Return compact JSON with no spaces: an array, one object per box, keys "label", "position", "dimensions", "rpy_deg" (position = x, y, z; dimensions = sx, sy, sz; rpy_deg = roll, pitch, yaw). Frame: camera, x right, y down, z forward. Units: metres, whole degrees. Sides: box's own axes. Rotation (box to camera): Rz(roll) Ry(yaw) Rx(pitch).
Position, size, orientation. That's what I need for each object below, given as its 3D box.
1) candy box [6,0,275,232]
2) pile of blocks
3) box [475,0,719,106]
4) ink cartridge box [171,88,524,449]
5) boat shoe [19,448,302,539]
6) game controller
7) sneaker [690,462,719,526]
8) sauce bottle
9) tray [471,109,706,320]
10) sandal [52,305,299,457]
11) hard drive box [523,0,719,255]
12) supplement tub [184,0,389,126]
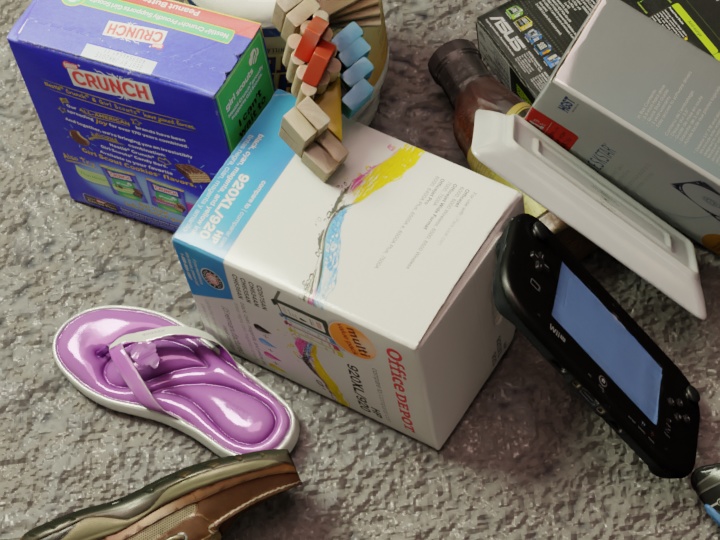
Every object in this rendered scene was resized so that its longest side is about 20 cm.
[{"label":"candy box","position":[-0.146,-0.112,1.638],"dimensions":[0.169,0.200,0.077],"rpy_deg":[18,62,18]},{"label":"pile of blocks","position":[-0.021,-0.165,1.521],"dimensions":[0.082,0.062,0.200],"rpy_deg":[-6,80,-8]},{"label":"box","position":[0.217,-0.158,1.706],"dimensions":[0.193,0.048,0.200],"rpy_deg":[-27,58,-11]},{"label":"ink cartridge box","position":[0.000,0.000,1.577],"dimensions":[0.200,0.147,0.145],"rpy_deg":[24,64,22]},{"label":"boat shoe","position":[-0.133,0.180,1.534],"dimensions":[0.200,0.076,0.074],"rpy_deg":[-21,90,-2]},{"label":"game controller","position":[0.158,0.052,1.498],"dimensions":[0.042,0.200,0.104],"rpy_deg":[-37,21,22]},{"label":"sneaker","position":[0.298,0.093,1.518],"dimensions":[0.083,0.071,0.200],"rpy_deg":[39,73,21]},{"label":"sauce bottle","position":[0.109,-0.090,1.667],"dimensions":[0.066,0.066,0.200],"rpy_deg":[-24,60,-7]},{"label":"tray","position":[0.163,-0.046,1.564],"dimensions":[0.200,0.022,0.107],"rpy_deg":[35,20,-8]},{"label":"sandal","position":[-0.131,0.071,1.608],"dimensions":[0.202,0.050,0.083],"rpy_deg":[24,64,20]},{"label":"hard drive box","position":[0.221,-0.091,1.556],"dimensions":[0.200,0.156,0.077],"rpy_deg":[32,80,2]},{"label":"supplement tub","position":[-0.054,-0.187,1.672],"dimensions":[0.144,0.200,0.145],"rpy_deg":[-3,58,5]}]
